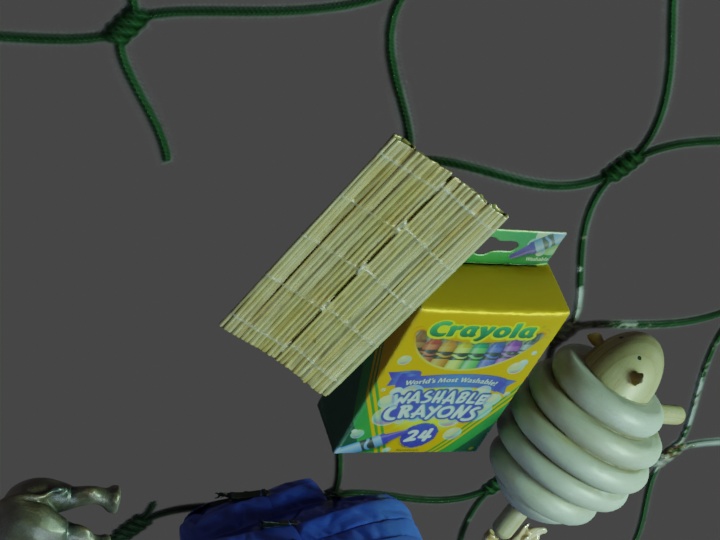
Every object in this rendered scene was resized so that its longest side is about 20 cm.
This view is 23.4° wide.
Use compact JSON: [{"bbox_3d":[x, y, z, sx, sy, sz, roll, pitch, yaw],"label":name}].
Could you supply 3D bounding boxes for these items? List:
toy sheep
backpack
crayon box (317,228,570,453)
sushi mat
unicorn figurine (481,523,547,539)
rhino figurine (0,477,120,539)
[{"bbox_3d":[0.166,0.131,1.335,0.137,0.138,0.201,17,111,-39],"label":"toy sheep"},{"bbox_3d":[-0.039,0.249,1.351,0.199,0.168,0.163,-11,145,-19],"label":"backpack"},{"bbox_3d":[0.063,0.055,1.256,0.125,0.052,0.200,2,137,-27],"label":"crayon box"},{"bbox_3d":[0.000,0.000,1.158,0.095,0.012,0.200,37,120,-14],"label":"sushi mat"},{"bbox_3d":[0.070,0.289,1.525,0.199,0.074,0.138,-7,152,-26],"label":"unicorn figurine"},{"bbox_3d":[-0.249,0.224,1.310,0.087,0.060,0.200,14,134,-18],"label":"rhino figurine"}]
